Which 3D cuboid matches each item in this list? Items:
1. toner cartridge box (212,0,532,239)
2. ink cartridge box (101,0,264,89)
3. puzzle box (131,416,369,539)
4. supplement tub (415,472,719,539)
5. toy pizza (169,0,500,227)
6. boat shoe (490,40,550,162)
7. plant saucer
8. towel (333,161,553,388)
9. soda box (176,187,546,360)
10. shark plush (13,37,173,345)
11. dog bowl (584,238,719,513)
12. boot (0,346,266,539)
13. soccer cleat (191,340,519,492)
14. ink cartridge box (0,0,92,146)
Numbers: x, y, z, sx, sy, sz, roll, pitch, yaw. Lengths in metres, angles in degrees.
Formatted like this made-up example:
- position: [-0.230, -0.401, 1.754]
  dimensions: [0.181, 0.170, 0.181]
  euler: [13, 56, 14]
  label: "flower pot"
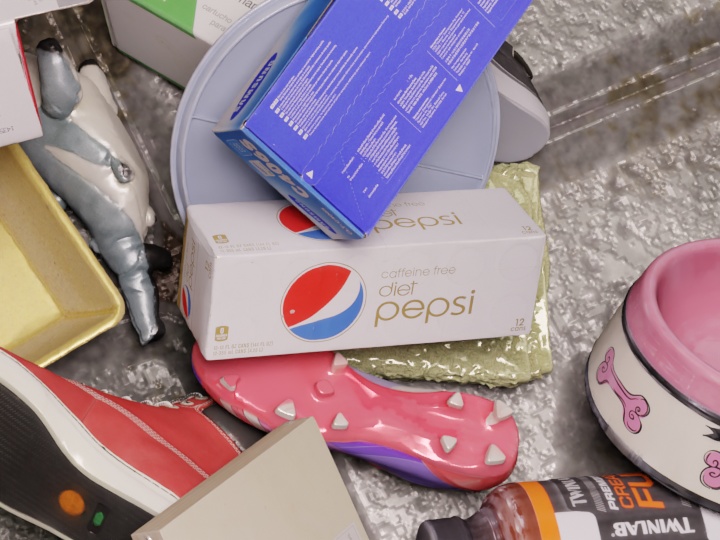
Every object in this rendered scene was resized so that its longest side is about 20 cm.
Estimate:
- position: [0.016, -0.123, 1.118]
  dimensions: [0.095, 0.043, 0.200]
  euler: [41, 73, -21]
  label: "toner cartridge box"
- position: [-0.042, -0.194, 1.268]
  dimensions: [0.146, 0.083, 0.200]
  euler: [30, 68, 18]
  label: "ink cartridge box"
- position: [-0.033, 0.196, 1.106]
  dimensions: [0.133, 0.025, 0.200]
  euler: [-33, 104, -46]
  label: "puzzle box"
- position: [0.135, 0.170, 1.181]
  dimensions: [0.199, 0.107, 0.107]
  euler: [-3, 72, -12]
  label: "supplement tub"
- position: [-0.015, -0.075, 1.186]
  dimensions: [0.200, 0.032, 0.201]
  euler: [-9, 118, -18]
  label: "toy pizza"
- position: [0.051, -0.137, 1.245]
  dimensions: [0.200, 0.070, 0.066]
  euler: [32, 40, -44]
  label: "boat shoe"
- position: [-0.270, 0.001, 1.196]
  dimensions: [0.200, 0.048, 0.200]
  euler: [-32, 80, -18]
  label: "plant saucer"
- position: [0.019, -0.001, 1.256]
  dimensions: [0.199, 0.036, 0.149]
  euler: [3, 72, -10]
  label: "towel"
- position: [0.000, 0.000, 1.171]
  dimensions: [0.199, 0.068, 0.064]
  euler: [-4, 30, -21]
  label: "soda box"
- position: [-0.168, -0.048, 1.241]
  dimensions: [0.083, 0.091, 0.200]
  euler: [-30, 94, 7]
  label: "shark plush"
- position: [0.235, 0.056, 1.201]
  dimensions: [0.199, 0.074, 0.200]
  euler: [9, 35, -6]
  label: "dog bowl"
- position: [-0.144, 0.085, 1.163]
  dimensions: [0.200, 0.072, 0.144]
  euler: [36, 30, 2]
  label: "boot"
- position: [-0.005, 0.085, 1.200]
  dimensions: [0.199, 0.077, 0.067]
  euler: [16, 60, -5]
  label: "soccer cleat"
- position: [-0.246, -0.154, 1.179]
  dimensions: [0.175, 0.084, 0.200]
  euler: [-15, 43, -9]
  label: "ink cartridge box"
